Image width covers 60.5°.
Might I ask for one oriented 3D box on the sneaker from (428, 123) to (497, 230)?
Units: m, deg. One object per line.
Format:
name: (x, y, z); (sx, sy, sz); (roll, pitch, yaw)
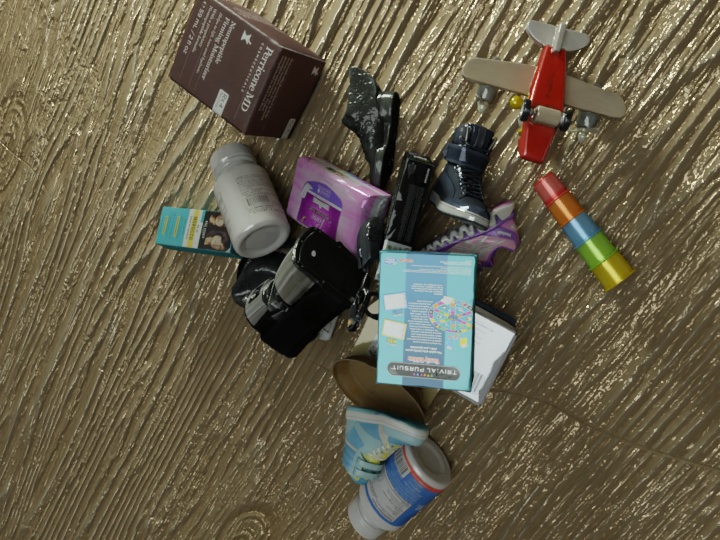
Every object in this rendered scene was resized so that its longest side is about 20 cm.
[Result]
sneaker: (0.174, -0.153, 0.976); (0.075, 0.203, 0.149); (20, 105, -17)

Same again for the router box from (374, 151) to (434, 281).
router box: (0.072, -0.092, 1.044); (0.050, 0.149, 0.205); (15, 105, -1)

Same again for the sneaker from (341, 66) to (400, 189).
sneaker: (0.012, -0.254, 1.103); (0.102, 0.060, 0.206); (11, 97, 22)

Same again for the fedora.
fedora: (-0.184, 0.028, 1.214); (0.195, 0.091, 0.207); (4, 99, 24)

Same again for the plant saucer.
plant saucer: (0.038, 0.217, 1.125); (0.197, 0.036, 0.203); (26, 146, 18)

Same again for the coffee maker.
coffee maker: (-0.084, 0.061, 1.060); (0.194, 0.134, 0.200); (52, 131, 6)

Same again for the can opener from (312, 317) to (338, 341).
can opener: (-0.059, 0.049, 1.173); (0.053, 0.067, 0.204); (27, 115, 18)

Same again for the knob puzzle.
knob puzzle: (0.099, 0.117, 1.128); (0.213, 0.030, 0.227); (1, 96, 14)

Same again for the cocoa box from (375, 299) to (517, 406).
cocoa box: (0.145, 0.104, 1.031); (0.196, 0.131, 0.136); (27, 100, 10)

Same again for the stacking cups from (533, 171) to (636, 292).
stacking cups: (0.347, -0.066, 0.969); (0.060, 0.060, 0.202); (-38, 81, 24)

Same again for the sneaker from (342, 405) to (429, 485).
sneaker: (0.040, 0.316, 1.079); (0.198, 0.078, 0.134); (-4, 74, 55)

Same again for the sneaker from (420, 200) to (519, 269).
sneaker: (0.184, -0.037, 1.046); (0.197, 0.080, 0.090); (-26, 96, 26)

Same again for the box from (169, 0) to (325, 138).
box: (-0.205, -0.368, 1.128); (0.198, 0.163, 0.168); (37, 111, 15)

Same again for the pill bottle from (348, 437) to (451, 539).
pill bottle: (0.066, 0.405, 1.143); (0.112, 0.112, 0.201); (46, 114, 12)

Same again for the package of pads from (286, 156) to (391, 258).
package of pads: (-0.041, -0.114, 1.110); (0.198, 0.075, 0.123); (32, 115, 35)

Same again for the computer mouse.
computer mouse: (0.000, 0.000, 0.978); (0.033, 0.204, 0.058); (23, 148, -21)

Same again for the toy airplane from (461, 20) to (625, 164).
toy airplane: (0.277, -0.272, 0.946); (0.196, 0.142, 0.202); (-29, 74, -12)

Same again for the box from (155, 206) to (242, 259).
box: (-0.328, -0.079, 1.279); (0.195, 0.049, 0.085); (7, 81, 24)

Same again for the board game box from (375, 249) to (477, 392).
board game box: (0.101, 0.074, 0.947); (0.147, 0.047, 0.206); (3, 95, 13)

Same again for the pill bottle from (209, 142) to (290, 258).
pill bottle: (-0.217, -0.138, 1.178); (0.114, 0.113, 0.203); (-37, 63, 25)
